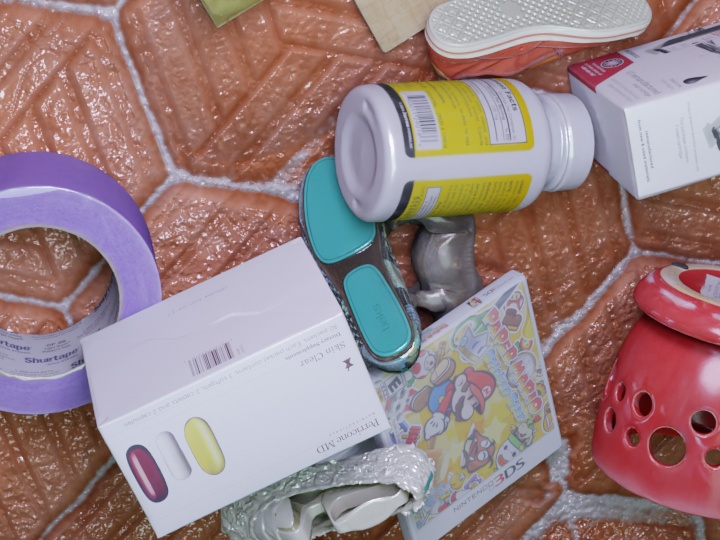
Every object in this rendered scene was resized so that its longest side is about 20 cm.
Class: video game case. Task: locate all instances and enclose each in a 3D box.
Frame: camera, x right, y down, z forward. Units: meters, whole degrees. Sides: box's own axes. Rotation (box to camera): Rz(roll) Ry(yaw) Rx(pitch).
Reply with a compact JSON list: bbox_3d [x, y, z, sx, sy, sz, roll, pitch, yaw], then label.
[{"bbox_3d":[0.092,0.126,1.410,0.182,0.023,0.201,-33,126,-23],"label":"video game case"}]

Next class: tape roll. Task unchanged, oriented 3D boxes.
[{"bbox_3d":[-0.265,0.010,1.308,0.198,0.085,0.201,-5,113,-11],"label":"tape roll"}]

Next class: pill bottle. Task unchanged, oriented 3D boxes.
[{"bbox_3d":[0.088,-0.101,1.312,0.199,0.111,0.112,-5,115,-24],"label":"pill bottle"}]

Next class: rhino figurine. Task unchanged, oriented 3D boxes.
[{"bbox_3d":[0.068,0.016,1.398,0.087,0.060,0.201,-19,118,-20],"label":"rhino figurine"}]

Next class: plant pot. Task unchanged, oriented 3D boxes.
[{"bbox_3d":[0.320,0.102,1.419,0.199,0.201,0.184,6,108,-15],"label":"plant pot"}]

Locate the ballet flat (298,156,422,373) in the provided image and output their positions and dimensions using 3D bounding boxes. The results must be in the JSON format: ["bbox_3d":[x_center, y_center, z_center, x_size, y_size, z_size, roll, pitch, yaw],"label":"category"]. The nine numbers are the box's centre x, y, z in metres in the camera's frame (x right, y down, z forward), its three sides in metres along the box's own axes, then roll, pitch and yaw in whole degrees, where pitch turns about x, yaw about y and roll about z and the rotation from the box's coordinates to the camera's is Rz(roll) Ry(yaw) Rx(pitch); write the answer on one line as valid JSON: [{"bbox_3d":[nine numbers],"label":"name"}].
[{"bbox_3d":[0.000,0.000,1.337,0.074,0.201,0.074,-14,155,-7],"label":"ballet flat"}]

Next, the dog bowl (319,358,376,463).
[{"bbox_3d":[-0.056,0.118,1.405,0.199,0.079,0.201,-5,114,-10],"label":"dog bowl"}]

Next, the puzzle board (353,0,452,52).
[{"bbox_3d":[0.035,-0.297,1.281,0.150,0.017,0.201,-32,117,1],"label":"puzzle board"}]

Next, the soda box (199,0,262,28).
[{"bbox_3d":[-0.136,-0.291,1.218,0.067,0.064,0.201,-31,116,2],"label":"soda box"}]

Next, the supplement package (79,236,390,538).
[{"bbox_3d":[-0.100,0.087,1.248,0.199,0.156,0.111,-26,117,-3],"label":"supplement package"}]

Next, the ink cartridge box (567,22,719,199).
[{"bbox_3d":[0.292,-0.144,1.333,0.199,0.147,0.083,-17,114,-6],"label":"ink cartridge box"}]

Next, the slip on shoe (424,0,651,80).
[{"bbox_3d":[0.146,-0.201,1.327,0.199,0.074,0.061,-13,150,-13],"label":"slip on shoe"}]

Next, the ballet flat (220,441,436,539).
[{"bbox_3d":[-0.032,0.197,1.344,0.199,0.072,0.072,-19,117,13],"label":"ballet flat"}]
